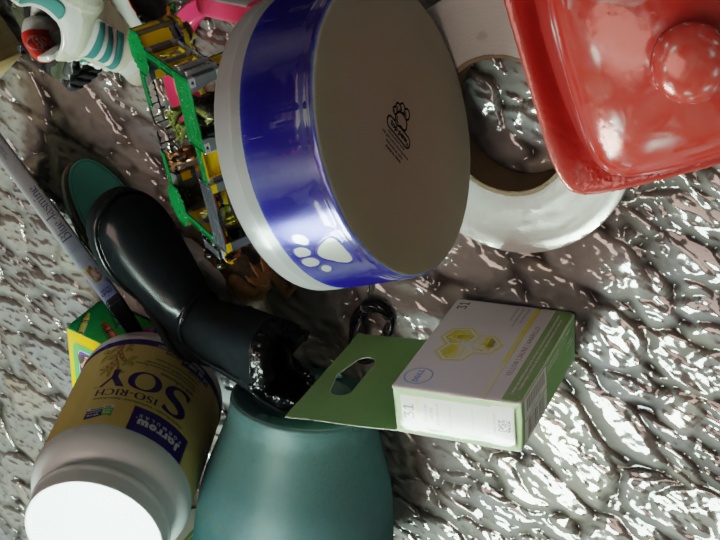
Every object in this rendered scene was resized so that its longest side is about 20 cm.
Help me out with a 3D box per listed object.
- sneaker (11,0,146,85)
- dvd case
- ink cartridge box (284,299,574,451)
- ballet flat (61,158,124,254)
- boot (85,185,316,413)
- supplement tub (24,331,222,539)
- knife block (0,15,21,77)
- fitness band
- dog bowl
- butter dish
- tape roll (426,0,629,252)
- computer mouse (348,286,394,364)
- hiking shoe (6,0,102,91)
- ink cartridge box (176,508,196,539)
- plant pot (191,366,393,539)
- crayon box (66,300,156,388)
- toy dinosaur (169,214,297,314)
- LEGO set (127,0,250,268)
[{"bbox_3d":[-0.226,-0.197,0.929,0.070,0.093,0.200,46,170,16],"label":"sneaker"},{"bbox_3d":[-0.278,-0.030,1.094,0.201,0.017,0.143,51,168,10],"label":"dvd case"},{"bbox_3d":[0.055,0.074,0.909,0.197,0.146,0.049,6,118,25],"label":"ink cartridge box"},{"bbox_3d":[-0.220,-0.015,1.112,0.200,0.069,0.071,48,152,-1],"label":"ballet flat"},{"bbox_3d":[-0.127,0.024,0.973,0.167,0.077,0.202,18,145,42],"label":"boot"},{"bbox_3d":[-0.212,0.168,1.052,0.143,0.201,0.147,3,123,5],"label":"supplement tub"},{"bbox_3d":[-0.404,-0.176,1.056,0.199,0.175,0.064,-29,99,42],"label":"knife block"},{"bbox_3d":[-0.080,-0.154,0.949,0.198,0.037,0.145,20,129,24],"label":"fitness band"},{"bbox_3d":[-0.005,-0.091,0.775,0.078,0.200,0.203,-6,114,33],"label":"dog bowl"},{"bbox_3d":[0.188,-0.136,0.678,0.197,0.148,0.202,-15,110,17],"label":"butter dish"},{"bbox_3d":[0.110,-0.112,0.843,0.200,0.037,0.206,17,125,26],"label":"tape roll"},{"bbox_3d":[0.000,0.000,0.987,0.058,0.034,0.203,14,125,25],"label":"computer mouse"},{"bbox_3d":[-0.268,-0.254,0.985,0.100,0.076,0.202,25,129,15],"label":"hiking shoe"},{"bbox_3d":[-0.190,0.348,1.292,0.198,0.084,0.147,-12,110,38],"label":"ink cartridge box"},{"bbox_3d":[-0.059,0.198,1.050,0.197,0.199,0.191,14,111,26],"label":"plant pot"},{"bbox_3d":[-0.240,0.145,1.220,0.117,0.058,0.203,20,126,22],"label":"crayon box"},{"bbox_3d":[-0.098,0.018,1.062,0.105,0.060,0.201,-11,117,51],"label":"toy dinosaur"},{"bbox_3d":[-0.092,-0.116,0.908,0.153,0.115,0.203,27,136,57],"label":"LEGO set"}]
